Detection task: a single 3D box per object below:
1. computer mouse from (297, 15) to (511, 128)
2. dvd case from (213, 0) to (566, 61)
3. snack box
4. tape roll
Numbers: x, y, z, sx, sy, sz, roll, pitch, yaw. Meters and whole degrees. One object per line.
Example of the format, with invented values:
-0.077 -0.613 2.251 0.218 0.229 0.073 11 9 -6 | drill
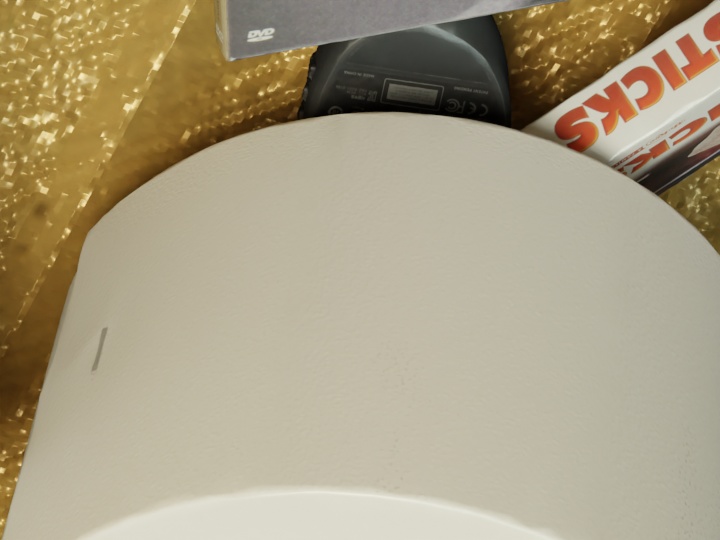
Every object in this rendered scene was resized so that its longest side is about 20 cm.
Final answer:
0.000 0.000 0.837 0.059 0.034 0.200 10 126 -8 | computer mouse
0.035 -0.147 0.701 0.148 0.016 0.200 -11 128 -13 | dvd case
0.133 -0.076 0.808 0.200 0.024 0.072 -33 166 5 | snack box
0.007 0.078 0.779 0.202 0.139 0.203 5 132 5 | tape roll
